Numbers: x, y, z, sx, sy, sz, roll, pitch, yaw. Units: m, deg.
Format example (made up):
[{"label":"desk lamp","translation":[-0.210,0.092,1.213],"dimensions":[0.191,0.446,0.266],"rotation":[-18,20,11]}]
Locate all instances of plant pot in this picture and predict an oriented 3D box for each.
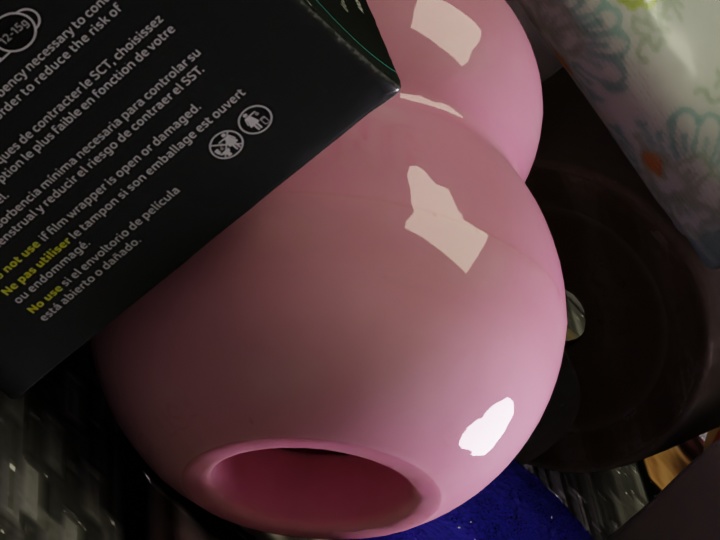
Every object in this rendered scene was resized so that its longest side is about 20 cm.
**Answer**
[{"label":"plant pot","translation":[0.098,-0.012,0.967],"dimensions":[0.200,0.200,0.174],"rotation":[52,33,-2]}]

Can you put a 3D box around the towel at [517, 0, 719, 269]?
[{"label":"towel","translation":[0.105,-0.120,0.868],"dimensions":[0.171,0.048,0.200],"rotation":[50,39,-16]}]

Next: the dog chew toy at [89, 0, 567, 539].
[{"label":"dog chew toy","translation":[-0.005,-0.034,0.693],"dimensions":[0.124,0.124,0.201],"rotation":[36,50,-46]}]

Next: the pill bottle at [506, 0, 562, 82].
[{"label":"pill bottle","translation":[0.003,-0.157,0.906],"dimensions":[0.116,0.116,0.201],"rotation":[22,43,-62]}]

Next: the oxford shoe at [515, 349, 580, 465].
[{"label":"oxford shoe","translation":[0.000,0.000,0.826],"dimensions":[0.200,0.071,0.071],"rotation":[38,17,-38]}]

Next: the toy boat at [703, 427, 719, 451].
[{"label":"toy boat","translation":[0.254,0.119,1.169],"dimensions":[0.200,0.130,0.131],"rotation":[43,12,-30]}]

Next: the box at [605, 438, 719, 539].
[{"label":"box","translation":[0.197,0.141,0.914],"dimensions":[0.128,0.109,0.200],"rotation":[-24,73,-32]}]

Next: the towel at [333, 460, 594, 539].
[{"label":"towel","translation":[0.056,0.123,0.751],"dimensions":[0.148,0.049,0.200],"rotation":[55,15,5]}]

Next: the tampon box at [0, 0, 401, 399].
[{"label":"tampon box","translation":[-0.113,-0.099,0.601],"dimensions":[0.200,0.126,0.150],"rotation":[40,19,-36]}]
